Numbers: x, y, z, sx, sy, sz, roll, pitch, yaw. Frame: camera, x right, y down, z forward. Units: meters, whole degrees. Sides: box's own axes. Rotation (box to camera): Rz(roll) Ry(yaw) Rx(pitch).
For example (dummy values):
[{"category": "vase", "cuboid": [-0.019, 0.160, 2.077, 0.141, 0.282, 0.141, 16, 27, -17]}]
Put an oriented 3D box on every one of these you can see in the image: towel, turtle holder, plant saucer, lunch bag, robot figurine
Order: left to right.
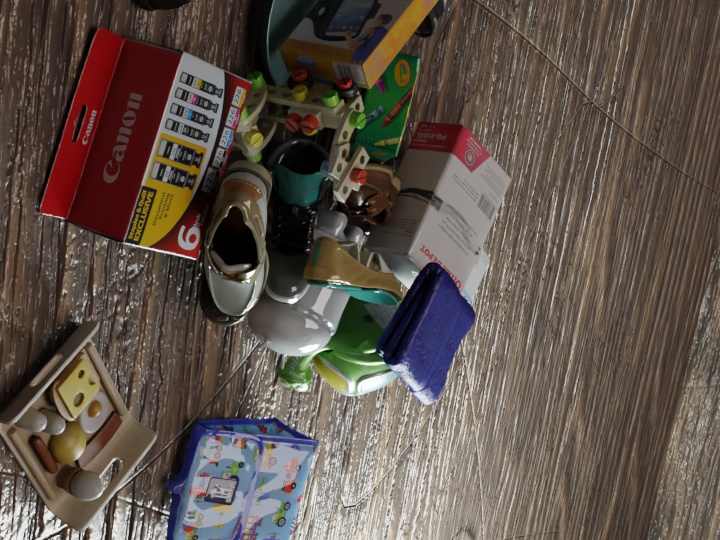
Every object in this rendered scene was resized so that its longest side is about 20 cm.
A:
[{"category": "lunch bag", "cuboid": [-0.167, 0.266, 1.724, 0.200, 0.094, 0.151, 10, 98, -49]}, {"category": "robot figurine", "cuboid": [-0.070, 0.021, 1.706, 0.170, 0.113, 0.200, 39, 71, -45]}, {"category": "plant saucer", "cuboid": [-0.064, -0.293, 1.622, 0.200, 0.036, 0.201, -35, 134, -47]}, {"category": "turtle holder", "cuboid": [-0.008, 0.109, 1.842, 0.186, 0.141, 0.132, -49, 161, -47]}, {"category": "towel", "cuboid": [0.084, 0.081, 1.775, 0.148, 0.049, 0.200, -64, 157, -11]}]

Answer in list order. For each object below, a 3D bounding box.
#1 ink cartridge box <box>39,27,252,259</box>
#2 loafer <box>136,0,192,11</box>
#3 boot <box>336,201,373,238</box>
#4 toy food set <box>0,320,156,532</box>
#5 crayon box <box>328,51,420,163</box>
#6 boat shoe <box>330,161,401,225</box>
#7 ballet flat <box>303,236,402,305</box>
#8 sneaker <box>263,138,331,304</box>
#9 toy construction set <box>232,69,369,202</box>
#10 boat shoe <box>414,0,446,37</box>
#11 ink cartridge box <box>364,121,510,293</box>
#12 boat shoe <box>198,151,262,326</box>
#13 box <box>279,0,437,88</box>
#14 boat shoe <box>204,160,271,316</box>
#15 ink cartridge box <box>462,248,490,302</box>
[{"category": "ink cartridge box", "cuboid": [-0.216, -0.126, 1.398, 0.175, 0.084, 0.201, 13, 94, -62]}, {"category": "loafer", "cuboid": [-0.149, -0.328, 1.415, 0.200, 0.071, 0.073, -54, 147, -30]}, {"category": "boot", "cuboid": [0.043, -0.111, 1.884, 0.174, 0.069, 0.200, 48, 57, -49]}, {"category": "toy food set", "cuboid": [-0.292, 0.166, 1.452, 0.144, 0.060, 0.200, -53, 146, -31]}, {"category": "crayon box", "cuboid": [0.014, -0.194, 1.671, 0.200, 0.058, 0.119, 178, -74, -80]}, {"category": "boat shoe", "cuboid": [0.007, -0.096, 1.710, 0.200, 0.072, 0.068, 20, 75, -74]}, {"category": "ballet flat", "cuboid": [0.000, 0.000, 1.632, 0.200, 0.068, 0.063, 19, 77, -63]}, {"category": "sneaker", "cuboid": [-0.075, -0.072, 1.597, 0.121, 0.083, 0.201, 107, -13, -64]}, {"category": "toy construction set", "cuboid": [-0.069, -0.158, 1.518, 0.131, 0.200, 0.092, -50, 155, -35]}, {"category": "boat shoe", "cuboid": [0.062, -0.361, 1.764, 0.200, 0.075, 0.060, 30, 73, -60]}, {"category": "ink cartridge box", "cuboid": [0.106, -0.078, 1.860, 0.145, 0.084, 0.200, 42, 67, -46]}, {"category": "boat shoe", "cuboid": [-0.152, -0.038, 1.588, 0.074, 0.075, 0.201, -136, -125, -86]}, {"category": "box", "cuboid": [0.009, -0.297, 1.586, 0.200, 0.119, 0.042, -56, 145, -28]}, {"category": "boat shoe", "cuboid": [-0.137, -0.021, 1.470, 0.068, 0.075, 0.200, -74, 173, -48]}, {"category": "ink cartridge box", "cuboid": [0.148, -0.055, 2.083, 0.200, 0.076, 0.148, -63, 150, -14]}]
